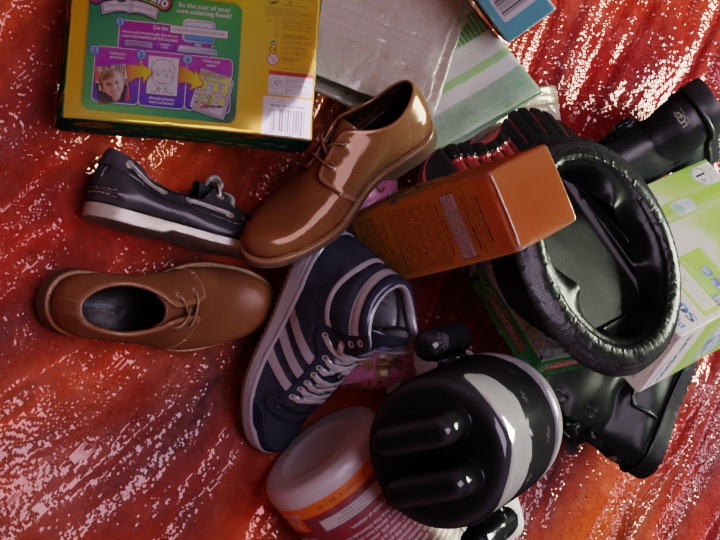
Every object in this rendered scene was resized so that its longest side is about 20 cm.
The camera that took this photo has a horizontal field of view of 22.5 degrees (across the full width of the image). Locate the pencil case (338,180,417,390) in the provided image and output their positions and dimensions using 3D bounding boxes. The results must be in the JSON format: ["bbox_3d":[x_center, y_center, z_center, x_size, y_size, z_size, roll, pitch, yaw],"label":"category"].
[{"bbox_3d":[0.000,0.000,1.522,0.083,0.086,0.201,-3,87,-54],"label":"pencil case"}]

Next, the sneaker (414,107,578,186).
[{"bbox_3d":[0.111,-0.080,1.562,0.200,0.087,0.074,-19,70,-38],"label":"sneaker"}]

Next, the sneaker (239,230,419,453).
[{"bbox_3d":[-0.024,0.074,1.447,0.070,0.108,0.201,-1,116,-50],"label":"sneaker"}]

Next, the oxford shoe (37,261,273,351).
[{"bbox_3d":[-0.147,0.032,1.419,0.200,0.071,0.072,-2,96,-34],"label":"oxford shoe"}]

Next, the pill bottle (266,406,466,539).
[{"bbox_3d":[0.021,0.220,1.501,0.113,0.113,0.200,-47,110,-28],"label":"pill bottle"}]

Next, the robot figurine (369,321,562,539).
[{"bbox_3d":[0.082,0.133,1.431,0.200,0.125,0.151,-16,132,-63],"label":"robot figurine"}]

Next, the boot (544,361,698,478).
[{"bbox_3d":[0.224,0.082,1.680,0.162,0.073,0.199,30,64,-19],"label":"boot"}]

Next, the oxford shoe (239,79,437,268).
[{"bbox_3d":[-0.024,-0.081,1.429,0.200,0.071,0.071,-44,144,-21],"label":"oxford shoe"}]

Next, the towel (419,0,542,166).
[{"bbox_3d":[0.044,-0.199,1.559,0.152,0.023,0.200,-33,80,-28],"label":"towel"}]

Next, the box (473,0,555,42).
[{"bbox_3d":[0.120,-0.245,1.559,0.049,0.200,0.082,-36,95,7],"label":"box"}]

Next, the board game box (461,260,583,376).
[{"bbox_3d":[0.202,0.023,1.646,0.200,0.029,0.135,-9,56,-33],"label":"board game box"}]

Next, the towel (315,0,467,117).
[{"bbox_3d":[-0.015,-0.209,1.512,0.199,0.034,0.133,22,66,-4],"label":"towel"}]

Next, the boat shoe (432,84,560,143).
[{"bbox_3d":[0.108,-0.115,1.613,0.200,0.074,0.069,-17,90,-34],"label":"boat shoe"}]

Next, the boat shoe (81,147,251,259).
[{"bbox_3d":[-0.124,-0.049,1.454,0.199,0.073,0.063,14,81,-27],"label":"boat shoe"}]

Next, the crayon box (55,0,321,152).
[{"bbox_3d":[-0.134,-0.164,1.424,0.199,0.058,0.119,5,83,-11],"label":"crayon box"}]

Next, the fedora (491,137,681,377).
[{"bbox_3d":[0.173,-0.005,1.491,0.200,0.092,0.201,11,72,-35],"label":"fedora"}]

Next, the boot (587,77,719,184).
[{"bbox_3d":[0.252,-0.103,1.700,0.168,0.200,0.077,-31,82,2],"label":"boot"}]

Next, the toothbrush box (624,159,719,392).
[{"bbox_3d":[0.280,0.001,1.624,0.200,0.086,0.146,-22,63,-38],"label":"toothbrush box"}]

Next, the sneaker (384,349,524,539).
[{"bbox_3d":[0.093,0.153,1.571,0.074,0.087,0.200,-40,109,-37],"label":"sneaker"}]

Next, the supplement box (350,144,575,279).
[{"bbox_3d":[0.074,-0.040,1.402,0.066,0.200,0.069,-27,95,-34],"label":"supplement box"}]
